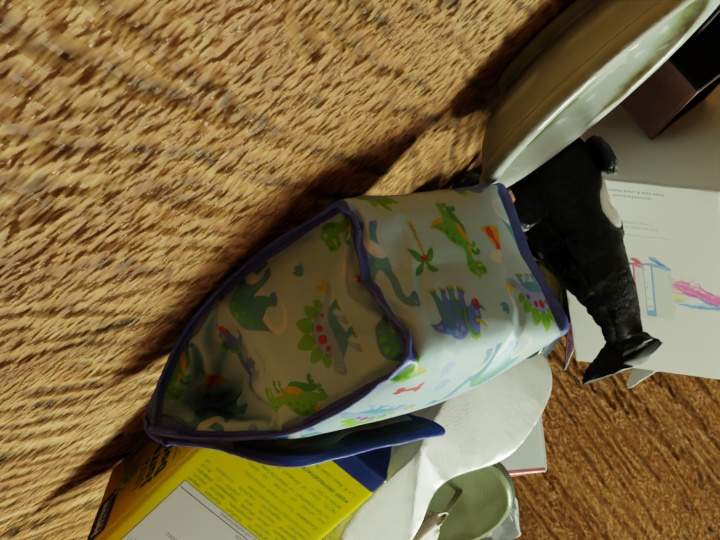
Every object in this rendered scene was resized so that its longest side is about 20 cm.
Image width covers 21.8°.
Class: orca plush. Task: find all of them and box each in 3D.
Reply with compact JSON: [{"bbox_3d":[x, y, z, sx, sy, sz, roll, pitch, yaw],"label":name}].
[{"bbox_3d":[0.124,-0.022,1.243,0.071,0.201,0.105,-5,167,-32],"label":"orca plush"}]

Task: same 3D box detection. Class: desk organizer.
[{"bbox_3d":[0.231,-0.175,1.234,0.072,0.077,0.200,-36,172,-32],"label":"desk organizer"}]

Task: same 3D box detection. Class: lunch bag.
[{"bbox_3d":[-0.009,0.044,1.096,0.200,0.128,0.170,-31,165,35],"label":"lunch bag"}]

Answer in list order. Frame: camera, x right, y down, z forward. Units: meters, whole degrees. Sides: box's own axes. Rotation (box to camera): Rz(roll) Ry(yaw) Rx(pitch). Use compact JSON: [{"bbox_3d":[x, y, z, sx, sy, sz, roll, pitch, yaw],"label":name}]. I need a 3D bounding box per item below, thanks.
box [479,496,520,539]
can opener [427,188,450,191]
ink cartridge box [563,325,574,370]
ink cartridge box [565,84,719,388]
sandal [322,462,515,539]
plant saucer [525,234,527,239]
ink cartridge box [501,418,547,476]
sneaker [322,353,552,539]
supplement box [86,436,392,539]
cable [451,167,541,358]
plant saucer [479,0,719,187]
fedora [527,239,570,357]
[{"bbox_3d":[0.007,0.142,1.398,0.157,0.200,0.050,-24,-156,13],"label":"box"},{"bbox_3d":[0.000,0.000,1.274,0.200,0.052,0.067,-36,138,-43],"label":"can opener"},{"bbox_3d":[0.225,-0.045,1.587,0.198,0.047,0.201,-77,180,-48],"label":"ink cartridge box"},{"bbox_3d":[0.226,-0.022,1.371,0.129,0.125,0.201,-58,146,-43],"label":"ink cartridge box"},{"bbox_3d":[0.020,0.192,1.361,0.200,0.080,0.057,-22,-155,12],"label":"sandal"},{"bbox_3d":[0.107,0.013,1.632,0.200,0.051,0.201,-37,-161,15],"label":"plant saucer"},{"bbox_3d":[0.046,0.150,1.626,0.145,0.084,0.200,-2,171,-29],"label":"ink cartridge box"},{"bbox_3d":[0.043,0.117,1.315,0.200,0.075,0.088,-42,-153,-4],"label":"sneaker"},{"bbox_3d":[-0.082,0.141,1.295,0.200,0.109,0.110,-43,-164,23],"label":"supplement box"},{"bbox_3d":[0.100,-0.006,1.331,0.097,0.050,0.200,-60,-146,8],"label":"cable"},{"bbox_3d":[0.138,-0.129,1.143,0.200,0.050,0.200,-40,172,-6],"label":"plant saucer"},{"bbox_3d":[0.077,0.022,1.465,0.200,0.092,0.201,-36,-157,18],"label":"fedora"}]
